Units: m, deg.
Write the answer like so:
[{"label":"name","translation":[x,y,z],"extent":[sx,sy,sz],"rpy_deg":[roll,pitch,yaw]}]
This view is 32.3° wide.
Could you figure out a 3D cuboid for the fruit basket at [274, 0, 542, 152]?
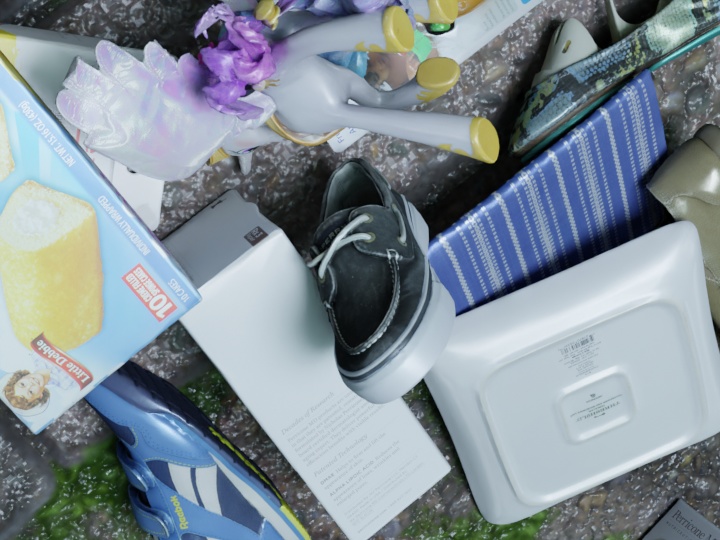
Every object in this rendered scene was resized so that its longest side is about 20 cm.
[{"label":"fruit basket","translation":[0.017,-0.195,0.724],"extent":[0.200,0.094,0.186],"rpy_deg":[-38,114,-3]}]

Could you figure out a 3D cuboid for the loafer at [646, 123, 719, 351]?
[{"label":"loafer","translation":[0.239,-0.011,0.862],"extent":[0.067,0.076,0.201],"rpy_deg":[-23,125,0]}]

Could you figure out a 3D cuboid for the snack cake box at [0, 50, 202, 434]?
[{"label":"snack cake box","translation":[-0.189,-0.029,0.633],"extent":[0.115,0.067,0.200],"rpy_deg":[-40,115,-5]}]

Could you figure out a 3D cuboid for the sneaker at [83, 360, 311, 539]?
[{"label":"sneaker","translation":[-0.116,0.132,0.779],"extent":[0.082,0.074,0.200],"rpy_deg":[-41,114,-3]}]

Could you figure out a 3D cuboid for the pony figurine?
[{"label":"pony figurine","translation":[-0.049,-0.110,0.657],"extent":[0.193,0.199,0.167],"rpy_deg":[42,52,-49]}]

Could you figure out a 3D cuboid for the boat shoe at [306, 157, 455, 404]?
[{"label":"boat shoe","translation":[0.000,0.000,0.683],"extent":[0.072,0.200,0.071],"rpy_deg":[-39,112,13]}]

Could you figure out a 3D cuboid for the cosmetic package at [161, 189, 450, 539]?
[{"label":"cosmetic package","translation":[-0.041,0.058,0.764],"extent":[0.081,0.113,0.200],"rpy_deg":[-39,113,-6]}]

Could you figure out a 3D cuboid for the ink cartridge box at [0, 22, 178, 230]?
[{"label":"ink cartridge box","translation":[-0.198,-0.076,0.689],"extent":[0.199,0.067,0.117],"rpy_deg":[4,104,-22]}]

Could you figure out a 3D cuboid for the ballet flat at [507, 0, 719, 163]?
[{"label":"ballet flat","translation":[0.165,-0.147,0.815],"extent":[0.200,0.074,0.074],"rpy_deg":[-33,114,-11]}]

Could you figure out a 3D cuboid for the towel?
[{"label":"towel","translation":[0.121,-0.026,0.817],"extent":[0.200,0.024,0.145],"rpy_deg":[-38,142,-8]}]

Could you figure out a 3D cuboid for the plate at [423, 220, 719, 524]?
[{"label":"plate","translation":[0.154,0.083,0.839],"extent":[0.199,0.032,0.200],"rpy_deg":[-23,128,1]}]

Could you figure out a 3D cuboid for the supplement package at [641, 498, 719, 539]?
[{"label":"supplement package","translation":[0.247,0.313,0.921],"extent":[0.200,0.152,0.151],"rpy_deg":[-45,114,-3]}]
